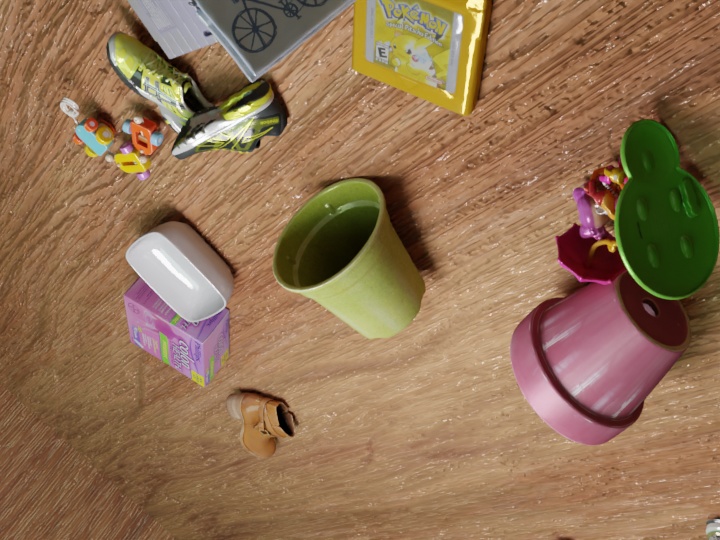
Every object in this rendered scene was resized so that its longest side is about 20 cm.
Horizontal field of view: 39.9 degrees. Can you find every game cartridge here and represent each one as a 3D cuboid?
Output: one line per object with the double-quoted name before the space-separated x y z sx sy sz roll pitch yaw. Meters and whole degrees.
"game cartridge" 0.068 -0.296 1.182 0.174 0.033 0.202 25 146 18
"game cartridge" -0.284 -0.398 1.388 0.128 0.039 0.201 1 133 48

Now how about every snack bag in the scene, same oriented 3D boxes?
"snack bag" -0.118 -0.346 1.133 0.201 0.188 0.021 49 164 -2

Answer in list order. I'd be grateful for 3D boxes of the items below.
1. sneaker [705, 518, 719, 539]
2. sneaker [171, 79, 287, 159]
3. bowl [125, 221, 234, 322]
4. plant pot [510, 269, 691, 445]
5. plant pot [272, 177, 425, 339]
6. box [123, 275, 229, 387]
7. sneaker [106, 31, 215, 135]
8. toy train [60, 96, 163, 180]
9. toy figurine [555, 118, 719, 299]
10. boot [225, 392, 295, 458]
"sneaker" 0.598 0.490 1.588 0.076 0.089 0.201 -11 125 48
"sneaker" -0.194 -0.200 1.466 0.198 0.075 0.085 -22 126 29
"bowl" -0.332 -0.007 1.872 0.200 0.075 0.199 46 146 -15
"plant pot" 0.322 0.097 1.294 0.199 0.201 0.179 38 132 -3
"plant pot" 0.000 0.000 1.485 0.198 0.202 0.184 -1 143 43
"box" -0.374 0.115 2.038 0.198 0.097 0.177 29 146 12
"sneaker" -0.295 -0.290 1.504 0.076 0.076 0.200 -20 128 44
"toy train" -0.407 -0.237 1.684 0.197 0.056 0.152 22 143 17
"toy figurine" 0.299 -0.059 1.179 0.183 0.148 0.204 -15 90 64
"boot" -0.197 0.348 2.193 0.153 0.077 0.202 2 126 36
